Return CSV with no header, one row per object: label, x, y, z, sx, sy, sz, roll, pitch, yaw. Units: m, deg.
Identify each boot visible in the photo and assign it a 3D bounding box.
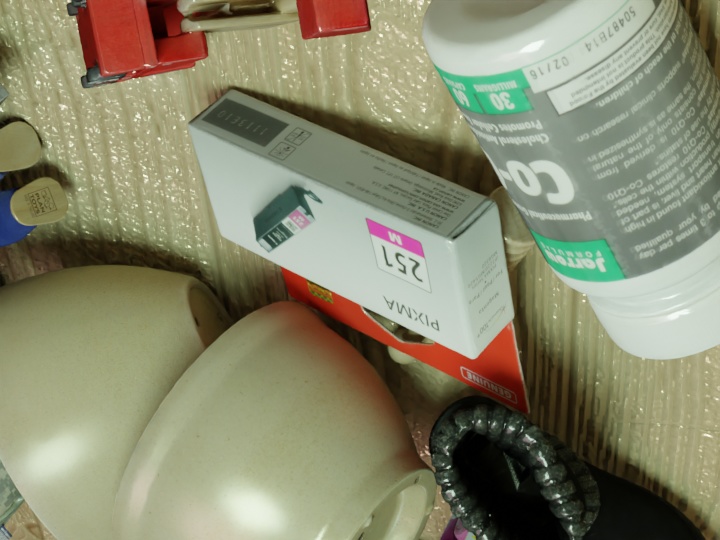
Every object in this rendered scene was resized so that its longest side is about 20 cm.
boot,0.127,0.149,1.096,0.210,0.080,0.158,31,178,-1

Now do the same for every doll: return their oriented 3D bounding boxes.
doll,-0.274,-0.038,1.275,0.200,0.048,0.137,-15,102,51

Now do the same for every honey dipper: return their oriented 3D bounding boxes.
honey dipper,0.054,0.009,1.090,0.038,0.038,0.200,35,149,-3

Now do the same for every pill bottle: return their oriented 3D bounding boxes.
pill bottle,0.120,-0.060,0.877,0.113,0.113,0.200,-3,132,41

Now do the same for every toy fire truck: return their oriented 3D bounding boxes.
toy fire truck,-0.077,-0.133,0.965,0.200,0.140,0.049,-164,63,-79

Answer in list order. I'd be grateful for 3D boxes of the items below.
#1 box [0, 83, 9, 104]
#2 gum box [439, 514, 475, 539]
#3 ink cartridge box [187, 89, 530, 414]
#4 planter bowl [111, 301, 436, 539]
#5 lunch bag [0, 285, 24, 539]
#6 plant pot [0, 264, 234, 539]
box,-0.323,-0.113,1.163,0.158,0.050,0.200,47,142,-7
gum box,0.090,0.229,1.181,0.113,0.200,0.066,34,146,-5
ink cartridge box,0.000,0.000,1.074,0.199,0.044,0.174,25,144,34
planter bowl,-0.038,0.139,1.153,0.134,0.200,0.201,33,148,22
lunch bag,-0.321,0.103,1.389,0.139,0.168,0.200,-2,133,40
plant pot,-0.147,0.076,1.225,0.134,0.201,0.201,-27,122,11
